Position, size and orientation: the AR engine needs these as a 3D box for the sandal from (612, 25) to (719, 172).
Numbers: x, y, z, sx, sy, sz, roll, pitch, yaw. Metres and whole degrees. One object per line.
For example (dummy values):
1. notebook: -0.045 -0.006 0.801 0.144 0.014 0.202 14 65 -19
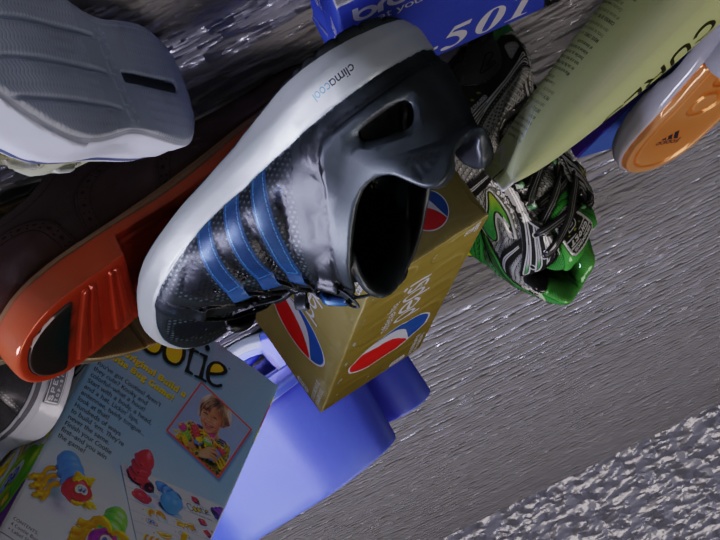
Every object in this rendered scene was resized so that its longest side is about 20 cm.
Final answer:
1. sandal: 0.198 -0.096 0.972 0.079 0.059 0.207 -15 154 -35

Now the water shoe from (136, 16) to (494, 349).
1. water shoe: -0.024 -0.011 0.802 0.071 0.079 0.200 -24 161 -43

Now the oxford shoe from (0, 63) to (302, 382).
1. oxford shoe: -0.091 -0.039 0.872 0.200 0.072 0.071 -37 154 -26

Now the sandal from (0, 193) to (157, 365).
1. sandal: -0.169 0.015 0.901 0.199 0.081 0.054 -17 179 -27

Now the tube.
1. tube: 0.128 -0.109 0.882 0.200 0.052 0.058 -45 147 3

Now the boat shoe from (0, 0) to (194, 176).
1. boat shoe: -0.120 -0.060 0.712 0.062 0.073 0.200 -24 168 14

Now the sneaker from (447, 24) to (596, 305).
1. sneaker: 0.080 -0.051 0.992 0.078 0.085 0.200 -51 154 -11

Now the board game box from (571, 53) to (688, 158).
1. board game box: 0.212 -0.131 1.084 0.199 0.045 0.134 -17 164 -31

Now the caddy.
1. caddy: -0.053 0.091 1.316 0.199 0.105 0.141 -35 -174 31

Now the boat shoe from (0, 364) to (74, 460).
1. boat shoe: -0.214 0.073 1.052 0.066 0.071 0.200 16 158 -25

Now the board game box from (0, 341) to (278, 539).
1. board game box: -0.140 0.126 1.070 0.103 0.105 0.201 -40 -161 45

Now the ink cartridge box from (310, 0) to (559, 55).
1. ink cartridge box: 0.075 -0.143 0.802 0.199 0.044 0.094 -24 164 -4

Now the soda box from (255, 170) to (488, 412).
1. soda box: 0.000 0.000 0.964 0.067 0.064 0.200 -32 167 -17
